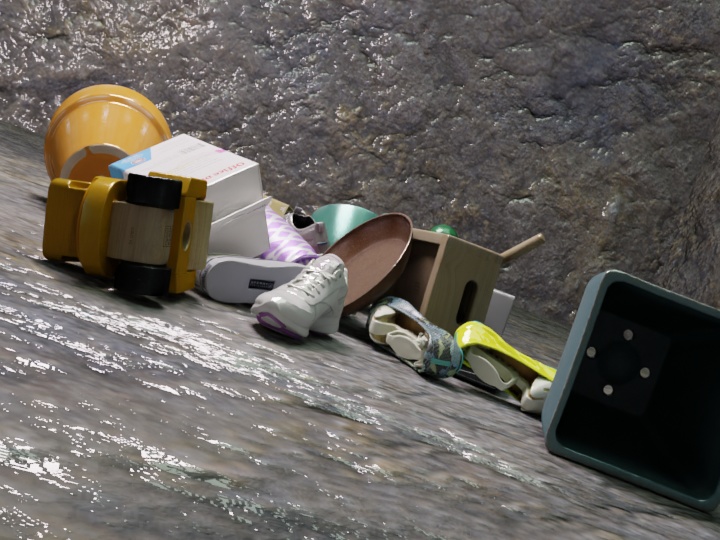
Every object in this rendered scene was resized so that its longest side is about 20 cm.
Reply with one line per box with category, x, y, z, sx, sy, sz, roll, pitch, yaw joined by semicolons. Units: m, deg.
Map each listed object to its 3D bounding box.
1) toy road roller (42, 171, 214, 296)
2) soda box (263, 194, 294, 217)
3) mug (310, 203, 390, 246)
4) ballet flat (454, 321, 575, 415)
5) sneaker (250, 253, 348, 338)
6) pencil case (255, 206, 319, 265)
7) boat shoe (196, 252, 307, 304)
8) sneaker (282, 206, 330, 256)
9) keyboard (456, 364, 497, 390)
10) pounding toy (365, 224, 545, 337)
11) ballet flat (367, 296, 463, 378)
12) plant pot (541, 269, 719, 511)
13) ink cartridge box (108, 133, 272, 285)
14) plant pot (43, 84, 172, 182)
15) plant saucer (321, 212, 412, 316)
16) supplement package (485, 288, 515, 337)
toy road roller;-0.251;-0.048;0.991;0.142;0.126;0.200;9;3;7
soda box;-0.129;-0.058;1.692;0.063;0.069;0.200;22;-13;28
mug;-0.024;-0.029;1.557;0.149;0.116;0.186;15;-30;-4
ballet flat;0.199;0.139;1.157;0.198;0.067;0.067;34;30;4
sneaker;-0.067;0.024;1.076;0.074;0.102;0.200;23;6;15
pencil case;-0.127;-0.031;1.309;0.083;0.087;0.200;-25;46;-22
boat shoe;-0.123;0.015;1.166;0.197;0.072;0.069;9;12;-37
sneaker;-0.105;-0.066;1.488;0.074;0.084;0.198;-10;22;-38
keyboard;0.197;0.152;1.292;0.124;0.021;0.200;15;3;17
pounding toy;0.132;0.018;1.309;0.140;0.204;0.183;18;-1;-27
ballet flat;0.051;0.080;1.184;0.073;0.076;0.199;17;4;-36
plant pot;0.311;0.119;1.037;0.192;0.200;0.200;20;3;1
ink cartridge box;-0.217;-0.080;1.210;0.127;0.128;0.198;-29;37;-34
plant pot;-0.382;-0.158;1.387;0.197;0.203;0.184;18;19;-19
plant saucer;0.000;0.000;1.304;0.037;0.200;0.200;51;-11;-25
supplement package;0.132;0.061;1.461;0.196;0.119;0.117;21;2;4
